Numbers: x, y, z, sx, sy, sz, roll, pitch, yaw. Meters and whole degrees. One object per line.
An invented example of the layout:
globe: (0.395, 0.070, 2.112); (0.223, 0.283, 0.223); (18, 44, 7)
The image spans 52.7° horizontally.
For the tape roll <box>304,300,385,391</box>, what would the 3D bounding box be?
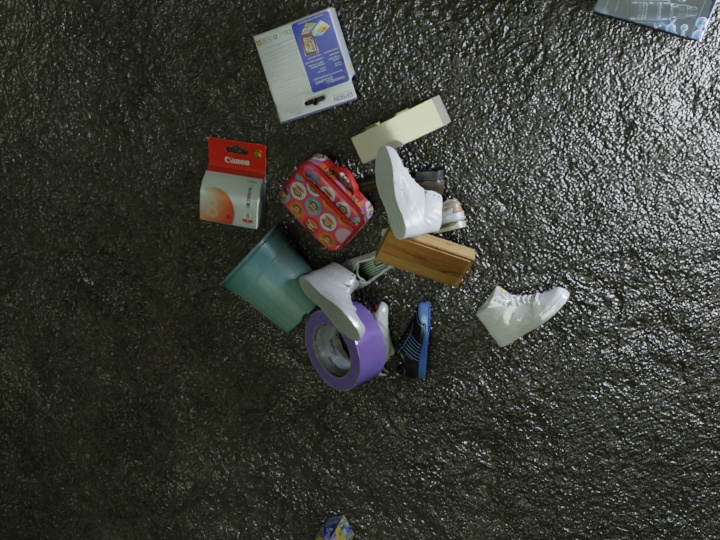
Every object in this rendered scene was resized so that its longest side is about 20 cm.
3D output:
tape roll: (-0.038, 0.177, 1.724); (0.199, 0.085, 0.201); (22, 121, 43)

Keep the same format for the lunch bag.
lunch bag: (-0.069, -0.161, 1.648); (0.200, 0.082, 0.176); (45, 131, -1)

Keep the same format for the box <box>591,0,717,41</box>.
box: (0.541, -0.515, 1.315); (0.199, 0.107, 0.149); (20, 113, 12)

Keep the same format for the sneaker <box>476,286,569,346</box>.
sneaker: (0.346, 0.073, 1.595); (0.200, 0.074, 0.116); (-39, 95, 27)

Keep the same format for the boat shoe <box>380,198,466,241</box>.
boat shoe: (0.136, -0.110, 1.623); (0.199, 0.075, 0.069); (-11, 91, 21)

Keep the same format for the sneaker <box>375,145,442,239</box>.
sneaker: (0.106, -0.167, 1.532); (0.074, 0.115, 0.201); (-29, 73, 60)

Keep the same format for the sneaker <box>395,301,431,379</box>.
sneaker: (0.123, 0.165, 1.716); (0.077, 0.070, 0.201); (6, 111, 10)

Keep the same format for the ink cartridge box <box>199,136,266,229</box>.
ink cartridge box: (-0.307, -0.209, 1.755); (0.161, 0.050, 0.201); (11, 114, 16)

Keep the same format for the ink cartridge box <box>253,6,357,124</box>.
ink cartridge box: (-0.118, -0.450, 1.609); (0.197, 0.047, 0.201); (-12, 105, 21)

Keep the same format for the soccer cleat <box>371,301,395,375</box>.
soccer cleat: (0.051, 0.165, 1.748); (0.077, 0.069, 0.201); (16, 120, 9)

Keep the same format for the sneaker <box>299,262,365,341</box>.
sneaker: (-0.032, 0.060, 1.636); (0.200, 0.115, 0.074); (46, 145, 21)

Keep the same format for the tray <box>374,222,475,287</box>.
tray: (0.141, -0.033, 1.608); (0.199, 0.037, 0.099); (17, 137, -8)

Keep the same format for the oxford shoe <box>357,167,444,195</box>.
oxford shoe: (0.087, -0.180, 1.611); (0.199, 0.073, 0.085); (1, 110, 19)

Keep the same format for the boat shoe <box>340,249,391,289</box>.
boat shoe: (0.000, 0.000, 1.705); (0.200, 0.067, 0.074); (-33, 95, 26)

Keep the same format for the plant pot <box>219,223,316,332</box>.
plant pot: (-0.196, 0.028, 1.726); (0.196, 0.200, 0.200); (45, 117, -8)

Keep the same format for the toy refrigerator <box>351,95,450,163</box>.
toy refrigerator: (0.085, -0.306, 1.566); (0.199, 0.076, 0.070); (-22, 99, 25)

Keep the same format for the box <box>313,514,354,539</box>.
box: (-0.086, 0.733, 1.912); (0.064, 0.200, 0.070); (-22, 99, 24)
